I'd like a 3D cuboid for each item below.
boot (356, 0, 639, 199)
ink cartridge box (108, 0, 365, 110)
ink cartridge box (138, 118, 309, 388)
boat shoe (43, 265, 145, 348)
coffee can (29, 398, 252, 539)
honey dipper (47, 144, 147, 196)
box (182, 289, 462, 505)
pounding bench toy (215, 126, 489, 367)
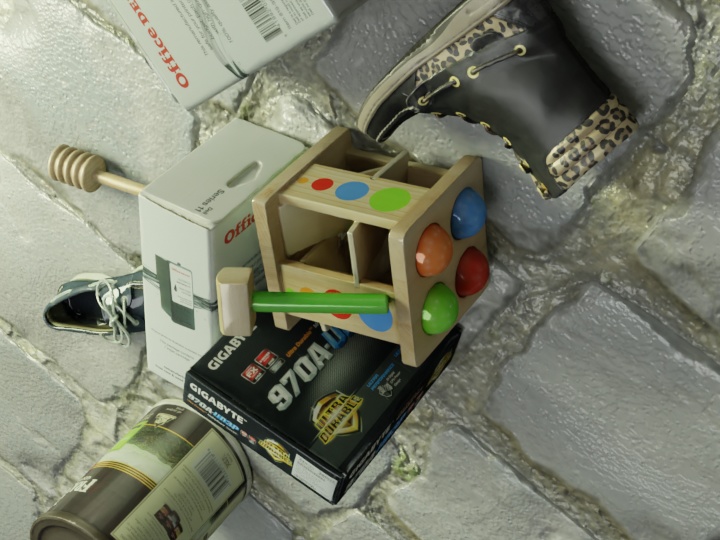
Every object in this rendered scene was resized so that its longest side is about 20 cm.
[{"bbox_3d":[0.097,-0.115,0.999,0.151,0.073,0.200,48,132,-3],"label":"boot"},{"bbox_3d":[-0.097,-0.230,1.038,0.199,0.083,0.148,-20,108,45],"label":"ink cartridge box"},{"bbox_3d":[-0.117,-0.010,1.191,0.082,0.147,0.202,24,133,22],"label":"ink cartridge box"},{"bbox_3d":[-0.246,0.036,1.389,0.198,0.062,0.076,3,122,36],"label":"boat shoe"},{"bbox_3d":[-0.228,0.254,1.442,0.145,0.200,0.148,20,132,24],"label":"coffee can"},{"bbox_3d":[-0.210,-0.077,1.294,0.198,0.038,0.038,19,132,24],"label":"honey dipper"},{"bbox_3d":[-0.029,0.080,1.150,0.158,0.200,0.046,32,139,14],"label":"box"},{"bbox_3d":[0.000,0.000,1.065,0.154,0.200,0.126,15,130,30],"label":"pounding bench toy"}]
